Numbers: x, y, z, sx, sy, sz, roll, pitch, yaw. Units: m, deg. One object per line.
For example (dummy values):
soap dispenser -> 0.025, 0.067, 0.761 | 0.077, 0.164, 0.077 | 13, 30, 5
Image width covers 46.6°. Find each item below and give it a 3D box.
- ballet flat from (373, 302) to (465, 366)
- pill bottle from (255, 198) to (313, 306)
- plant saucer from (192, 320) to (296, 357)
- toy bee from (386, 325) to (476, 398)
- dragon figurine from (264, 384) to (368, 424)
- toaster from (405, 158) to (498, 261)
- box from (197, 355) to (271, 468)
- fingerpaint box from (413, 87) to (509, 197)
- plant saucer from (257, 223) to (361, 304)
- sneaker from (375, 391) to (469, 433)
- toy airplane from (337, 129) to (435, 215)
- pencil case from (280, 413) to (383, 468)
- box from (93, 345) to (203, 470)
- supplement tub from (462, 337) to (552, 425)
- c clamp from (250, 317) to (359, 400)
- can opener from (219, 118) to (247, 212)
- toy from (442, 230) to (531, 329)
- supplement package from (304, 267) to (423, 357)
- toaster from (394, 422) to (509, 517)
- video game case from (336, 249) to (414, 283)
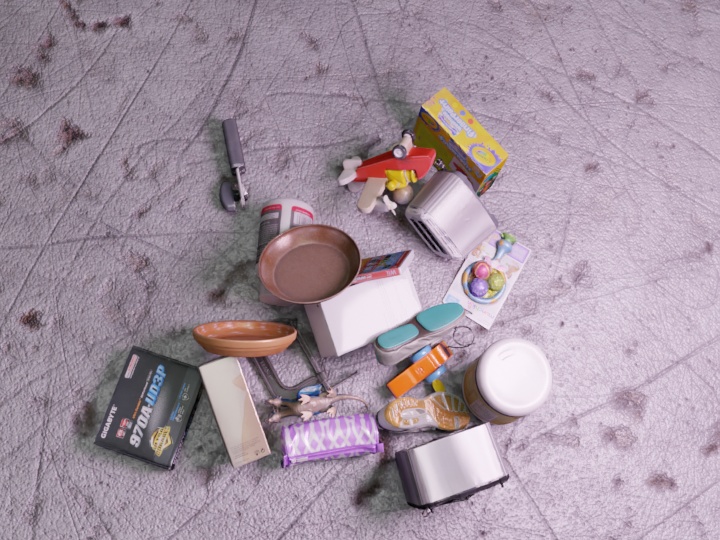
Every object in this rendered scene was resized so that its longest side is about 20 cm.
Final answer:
ballet flat -> 0.113, 0.123, 1.602 | 0.198, 0.064, 0.067 | -23, 45, -18
pill bottle -> -0.156, -0.036, 1.702 | 0.109, 0.111, 0.203 | 5, 72, -3
plant saucer -> -0.221, 0.130, 1.596 | 0.197, 0.200, 0.038 | 2, 97, -4
toy bee -> 0.147, 0.186, 1.676 | 0.198, 0.109, 0.133 | -16, 90, 13
dragon figurine -> -0.091, 0.258, 1.632 | 0.198, 0.099, 0.060 | -10, 91, -24
toaster -> 0.183, -0.116, 1.728 | 0.129, 0.113, 0.200 | -46, 116, -12
box -> -0.242, 0.263, 1.590 | 0.077, 0.095, 0.202 | -19, 91, -13
fingerpaint box -> 0.207, -0.261, 1.771 | 0.073, 0.167, 0.200 | -39, 79, -14
plant saucer -> -0.095, -0.005, 1.594 | 0.197, 0.037, 0.202 | -2, 49, 3
sneaker -> 0.120, 0.284, 1.650 | 0.198, 0.088, 0.077 | 8, 67, -27
toy airplane -> 0.054, -0.195, 1.754 | 0.199, 0.199, 0.142 | -38, 115, -6
pencil case -> -0.060, 0.328, 1.610 | 0.197, 0.086, 0.085 | -10, 114, -7
box -> -0.404, 0.267, 1.623 | 0.157, 0.046, 0.202 | 19, 72, 0
supplement tub -> 0.276, 0.219, 1.612 | 0.142, 0.200, 0.146 | 1, 73, -4
c clamp -> -0.127, 0.177, 1.688 | 0.170, 0.027, 0.201 | -35, 80, -8
can opener -> -0.279, -0.223, 1.779 | 0.066, 0.053, 0.203 | -11, 73, -9
toy -> 0.270, 0.006, 1.757 | 0.114, 0.047, 0.201 | 30, 73, 6
supplement package -> 0.007, 0.083, 1.650 | 0.198, 0.117, 0.118 | -18, 89, -20
toaster -> 0.167, 0.370, 1.560 | 0.179, 0.200, 0.120 | -18, 79, -9
video game case -> 0.000, 0.000, 1.659 | 0.197, 0.143, 0.018 | -11, 102, 17
